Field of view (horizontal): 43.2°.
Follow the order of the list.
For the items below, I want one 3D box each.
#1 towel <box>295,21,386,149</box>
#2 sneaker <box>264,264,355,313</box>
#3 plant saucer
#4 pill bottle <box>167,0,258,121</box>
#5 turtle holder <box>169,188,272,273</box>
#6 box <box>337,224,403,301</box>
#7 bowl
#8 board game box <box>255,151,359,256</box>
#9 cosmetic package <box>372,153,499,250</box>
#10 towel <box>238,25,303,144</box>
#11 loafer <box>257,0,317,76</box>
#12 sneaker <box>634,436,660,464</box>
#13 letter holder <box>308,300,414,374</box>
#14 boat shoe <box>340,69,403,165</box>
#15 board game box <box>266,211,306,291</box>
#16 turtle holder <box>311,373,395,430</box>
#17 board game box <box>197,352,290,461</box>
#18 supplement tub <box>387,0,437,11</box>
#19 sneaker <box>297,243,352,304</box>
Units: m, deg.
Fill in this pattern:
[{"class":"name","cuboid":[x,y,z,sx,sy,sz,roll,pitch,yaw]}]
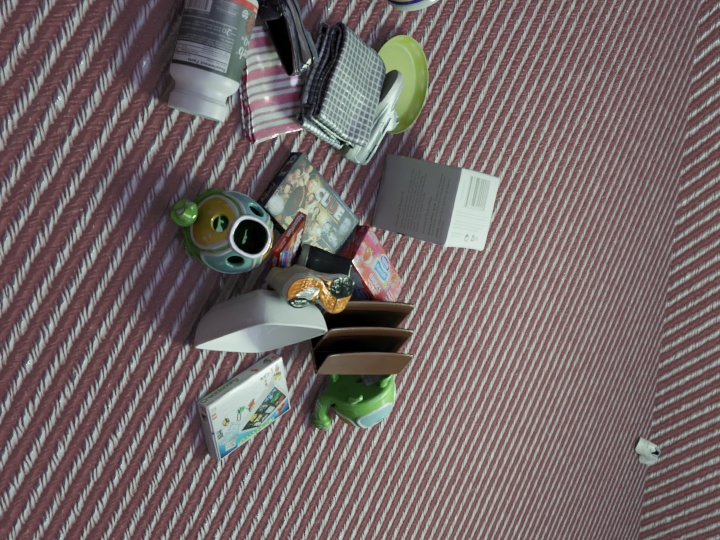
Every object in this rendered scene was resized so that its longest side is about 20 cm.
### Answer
[{"class":"towel","cuboid":[-0.033,-0.343,1.719,0.165,0.085,0.202,25,77,-57]},{"class":"sneaker","cuboid":[-0.089,0.022,1.637,0.199,0.092,0.076,13,106,-56]},{"class":"plant saucer","cuboid":[0.071,-0.388,1.895,0.199,0.031,0.202,-21,119,-44]},{"class":"pill bottle","cuboid":[-0.240,-0.349,1.454,0.115,0.115,0.202,9,97,-52]},{"class":"turtle holder","cuboid":[-0.228,-0.078,1.538,0.141,0.131,0.186,-47,121,-19]},{"class":"box","cuboid":[0.000,0.000,1.890,0.096,0.099,0.201,-62,141,-27]},{"class":"bowl","cuboid":[-0.184,0.092,1.651,0.199,0.199,0.075,12,64,-51]},{"class":"board game box","cuboid":[-0.099,-0.110,1.752,0.200,0.034,0.136,48,65,-35]},{"class":"cosmetic package","cuboid":[0.162,-0.147,1.962,0.164,0.199,0.167,5,99,-52]},{"class":"towel","cuboid":[-0.156,-0.338,1.632,0.146,0.030,0.202,-26,123,-44]},{"class":"loafer","cuboid":[-0.140,-0.430,1.565,0.063,0.071,0.201,-47,124,-31]},{"class":"sneaker","cuboid":[1.157,0.734,3.631,0.200,0.086,0.075,45,66,-50]},{"class":"letter holder","cuboid":[0.013,0.136,1.855,0.198,0.101,0.142,3,146,-26]},{"class":"boat shoe","cuboid":[0.036,-0.302,1.813,0.071,0.070,0.202,24,107,-32]},{"class":"board game box","cuboid":[-0.141,-0.012,1.692,0.201,0.019,0.103,106,11,-55]},{"class":"turtle holder","cuboid":[-0.006,0.283,1.966,0.186,0.140,0.133,-45,139,-34]},{"class":"board game box","cuboid":[-0.223,0.264,1.772,0.199,0.034,0.128,-32,126,-40]},{"class":"supplement tub","cuboid":[0.085,-0.617,1.733,0.146,0.144,0.201,-55,139,-21]},{"class":"sneaker","cuboid":[-0.081,0.042,1.757,0.201,0.105,0.075,108,-5,-46]}]
